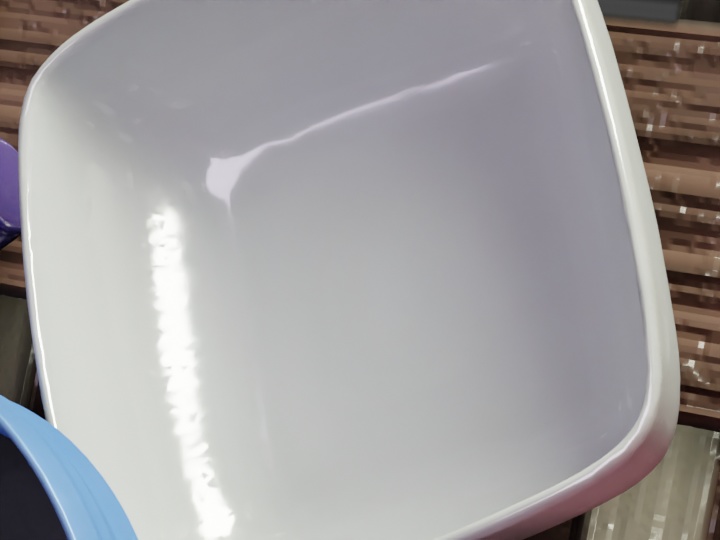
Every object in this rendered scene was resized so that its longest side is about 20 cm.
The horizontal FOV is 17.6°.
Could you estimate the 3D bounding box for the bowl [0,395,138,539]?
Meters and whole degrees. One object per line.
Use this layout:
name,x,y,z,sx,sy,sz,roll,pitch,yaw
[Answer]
bowl,-0.139,0.127,0.694,0.201,0.039,0.201,-5,81,34

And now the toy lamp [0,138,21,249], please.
toy lamp,-0.204,-0.003,0.827,0.200,0.058,0.058,-18,74,28

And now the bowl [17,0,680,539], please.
bowl,0.000,0.000,0.698,0.200,0.075,0.200,-20,68,23
